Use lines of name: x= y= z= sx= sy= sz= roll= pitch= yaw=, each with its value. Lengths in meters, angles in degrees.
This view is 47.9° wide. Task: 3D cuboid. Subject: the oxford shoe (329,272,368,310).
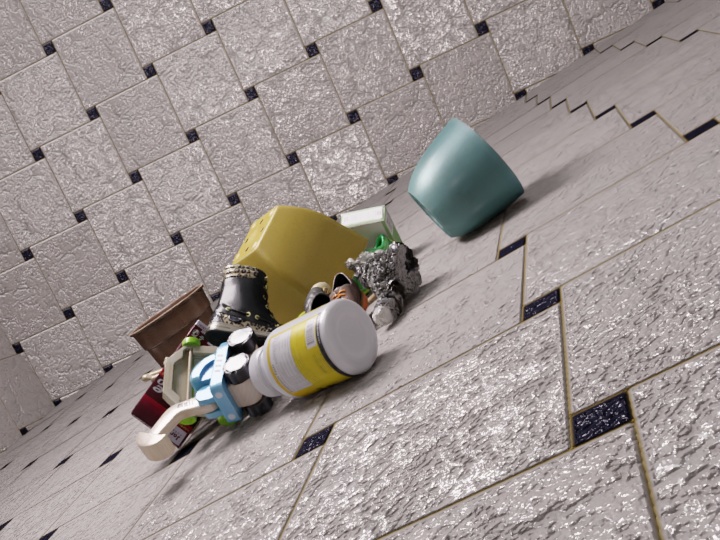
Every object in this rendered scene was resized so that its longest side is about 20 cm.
oxford shoe: x=-0.028 y=0.071 z=1.384 sx=0.071 sy=0.073 sz=0.201 roll=-29 pitch=23 yaw=9

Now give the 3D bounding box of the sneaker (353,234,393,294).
sneaker: x=0.000 y=0.000 z=1.691 sx=0.200 sy=0.084 sz=0.074 roll=-44 pitch=12 yaw=-29

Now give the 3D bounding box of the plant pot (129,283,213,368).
plant pot: x=-0.388 y=0.170 z=1.847 sx=0.199 sy=0.200 sz=0.200 roll=-32 pitch=8 yaw=5

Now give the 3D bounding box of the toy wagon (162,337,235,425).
toy wagon: x=-0.239 y=0.193 z=1.400 sx=0.040 sy=0.197 sz=0.157 roll=110 pitch=161 yaw=-49

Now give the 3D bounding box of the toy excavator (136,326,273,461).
toy excavator: x=-0.248 y=0.206 z=1.301 sx=0.197 sy=0.101 sz=0.196 roll=-18 pitch=33 yaw=12

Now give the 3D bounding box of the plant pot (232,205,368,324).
plant pot: x=-0.139 y=-0.016 z=1.636 sx=0.195 sy=0.199 sz=0.196 roll=-25 pitch=34 yaw=52

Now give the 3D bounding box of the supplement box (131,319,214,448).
supplement box: x=-0.309 y=0.204 z=1.457 sx=0.201 sy=0.108 sz=0.061 roll=-56 pitch=3 yaw=-19

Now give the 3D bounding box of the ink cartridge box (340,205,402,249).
ink cartridge box: x=-0.019 y=-0.066 z=1.777 sx=0.197 sy=0.146 sz=0.049 roll=-9 pitch=56 yaw=16

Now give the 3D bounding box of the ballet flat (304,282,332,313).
ballet flat: x=-0.065 y=0.086 z=1.412 sx=0.057 sy=0.066 sz=0.201 roll=-55 pitch=19 yaw=33

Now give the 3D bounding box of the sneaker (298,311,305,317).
sneaker: x=-0.138 y=0.141 z=1.504 sx=0.199 sy=0.074 sz=0.081 roll=-37 pitch=13 yaw=-4

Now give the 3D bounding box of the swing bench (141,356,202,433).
swing bench: x=-0.309 y=0.202 z=1.604 sx=0.199 sy=0.131 sz=0.199 roll=-38 pitch=8 yaw=-20

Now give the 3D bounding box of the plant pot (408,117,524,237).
plant pot: x=0.188 y=-0.163 z=1.558 sx=0.161 sy=0.201 sz=0.201 roll=-45 pitch=8 yaw=3

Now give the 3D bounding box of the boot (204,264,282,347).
boot: x=-0.166 y=0.073 z=1.443 sx=0.074 sy=0.200 sz=0.156 roll=114 pitch=164 yaw=-51

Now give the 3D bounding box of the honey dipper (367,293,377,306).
honey dipper: x=0.000 y=0.069 z=1.484 sx=0.199 sy=0.038 sz=0.038 roll=-39 pitch=10 yaw=-21

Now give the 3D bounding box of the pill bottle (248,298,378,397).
pill bottle: x=-0.076 y=0.124 z=1.209 sx=0.199 sy=0.113 sz=0.112 roll=-27 pitch=11 yaw=40

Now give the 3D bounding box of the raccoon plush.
raccoon plush: x=0.016 y=0.023 z=1.395 sx=0.132 sy=0.098 sz=0.200 roll=-15 pitch=18 yaw=33
